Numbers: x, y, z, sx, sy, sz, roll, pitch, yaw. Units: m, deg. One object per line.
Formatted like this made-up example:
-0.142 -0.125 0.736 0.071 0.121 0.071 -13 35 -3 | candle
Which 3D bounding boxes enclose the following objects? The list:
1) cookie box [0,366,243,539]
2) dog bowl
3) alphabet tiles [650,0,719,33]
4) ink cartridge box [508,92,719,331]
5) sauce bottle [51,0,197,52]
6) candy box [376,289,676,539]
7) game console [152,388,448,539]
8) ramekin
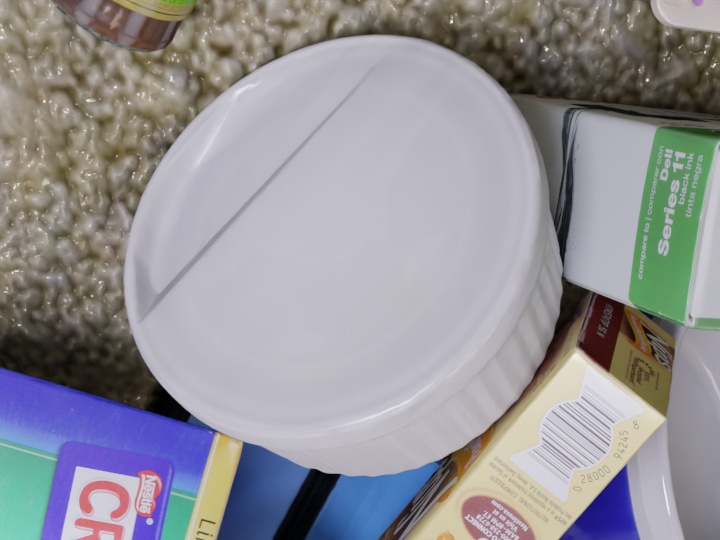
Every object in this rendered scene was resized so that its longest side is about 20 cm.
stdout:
-0.171 0.131 0.787 0.199 0.075 0.172 17 81 -7 | cookie box
0.185 0.109 0.940 0.079 0.201 0.200 -13 144 40 | dog bowl
0.221 -0.163 0.791 0.195 0.015 0.201 3 90 -24 | alphabet tiles
0.164 -0.029 0.818 0.146 0.200 0.083 3 99 -24 | ink cartridge box
-0.060 -0.184 0.701 0.065 0.065 0.200 16 120 -31 | sauce bottle
0.066 0.107 0.828 0.055 0.115 0.200 39 109 1 | candy box
-0.032 0.143 0.936 0.175 0.117 0.200 12 121 -29 | game console
0.000 0.000 0.791 0.202 0.203 0.094 -32 144 5 | ramekin
